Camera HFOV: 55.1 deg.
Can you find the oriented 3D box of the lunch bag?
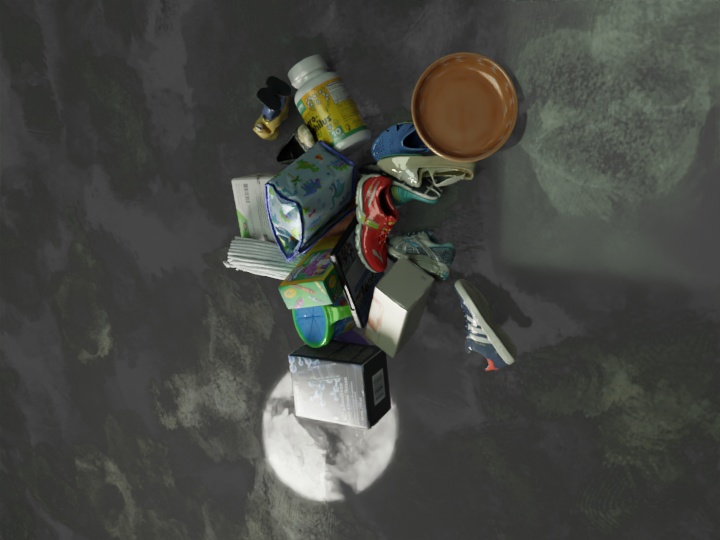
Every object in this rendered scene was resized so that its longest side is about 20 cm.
[{"bbox_3d":[-0.097,-0.127,1.405,0.127,0.170,0.201,37,150,21],"label":"lunch bag"}]

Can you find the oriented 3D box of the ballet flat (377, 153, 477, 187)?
[{"bbox_3d":[0.130,-0.195,1.347,0.196,0.070,0.071,-3,105,9],"label":"ballet flat"}]

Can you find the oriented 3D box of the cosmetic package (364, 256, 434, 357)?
[{"bbox_3d":[0.077,0.079,1.433,0.087,0.103,0.201,35,148,16],"label":"cosmetic package"}]

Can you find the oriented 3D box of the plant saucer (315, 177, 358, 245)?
[{"bbox_3d":[-0.075,-0.152,1.547,0.197,0.032,0.204,10,109,30],"label":"plant saucer"}]

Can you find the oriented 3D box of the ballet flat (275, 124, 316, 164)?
[{"bbox_3d":[-0.135,-0.260,1.477,0.067,0.056,0.200,63,162,-2],"label":"ballet flat"}]

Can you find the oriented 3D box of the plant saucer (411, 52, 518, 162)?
[{"bbox_3d":[0.192,-0.301,1.285,0.196,0.037,0.204,0,89,1],"label":"plant saucer"}]

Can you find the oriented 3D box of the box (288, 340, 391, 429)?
[{"bbox_3d":[-0.045,0.246,1.530,0.197,0.107,0.151,2,107,31],"label":"box"}]

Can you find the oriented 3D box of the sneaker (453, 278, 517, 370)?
[{"bbox_3d":[0.234,0.117,1.413,0.084,0.075,0.202,-33,87,30],"label":"sneaker"}]

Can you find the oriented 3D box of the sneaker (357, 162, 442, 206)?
[{"bbox_3d":[0.083,-0.171,1.432,0.198,0.077,0.081,17,132,32],"label":"sneaker"}]

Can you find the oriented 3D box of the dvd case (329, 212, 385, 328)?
[{"bbox_3d":[0.000,0.000,1.438,0.017,0.143,0.202,4,132,29],"label":"dvd case"}]

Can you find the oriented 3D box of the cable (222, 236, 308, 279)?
[{"bbox_3d":[-0.204,-0.024,1.574,0.200,0.197,0.070,177,106,-70],"label":"cable"}]

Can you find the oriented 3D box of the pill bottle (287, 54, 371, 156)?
[{"bbox_3d":[-0.069,-0.338,1.436,0.112,0.112,0.202,-28,89,34],"label":"pill bottle"}]

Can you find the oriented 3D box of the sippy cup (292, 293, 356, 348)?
[{"bbox_3d":[-0.064,0.091,1.545,0.177,0.129,0.142,38,128,39],"label":"sippy cup"}]

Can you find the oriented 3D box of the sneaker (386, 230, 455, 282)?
[{"bbox_3d":[0.119,-0.044,1.448,0.198,0.078,0.087,25,79,39],"label":"sneaker"}]

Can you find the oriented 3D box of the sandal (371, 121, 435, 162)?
[{"bbox_3d":[0.100,-0.261,1.374,0.198,0.087,0.081,-15,99,36],"label":"sandal"}]

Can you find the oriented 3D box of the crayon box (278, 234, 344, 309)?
[{"bbox_3d":[-0.073,-0.002,1.458,0.117,0.200,0.059,-9,118,33],"label":"crayon box"}]

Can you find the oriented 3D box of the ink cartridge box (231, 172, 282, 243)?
[{"bbox_3d":[-0.198,-0.144,1.560,0.198,0.083,0.148,8,110,50],"label":"ink cartridge box"}]

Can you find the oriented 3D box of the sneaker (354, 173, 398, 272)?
[{"bbox_3d":[0.038,-0.092,1.391,0.084,0.077,0.204,4,107,34],"label":"sneaker"}]

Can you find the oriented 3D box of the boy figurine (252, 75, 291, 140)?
[{"bbox_3d":[-0.193,-0.346,1.504,0.064,0.125,0.200,33,164,-5],"label":"boy figurine"}]

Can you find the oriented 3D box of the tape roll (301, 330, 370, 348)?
[{"bbox_3d":[-0.052,0.240,1.635,0.197,0.065,0.204,9,109,28],"label":"tape roll"}]
